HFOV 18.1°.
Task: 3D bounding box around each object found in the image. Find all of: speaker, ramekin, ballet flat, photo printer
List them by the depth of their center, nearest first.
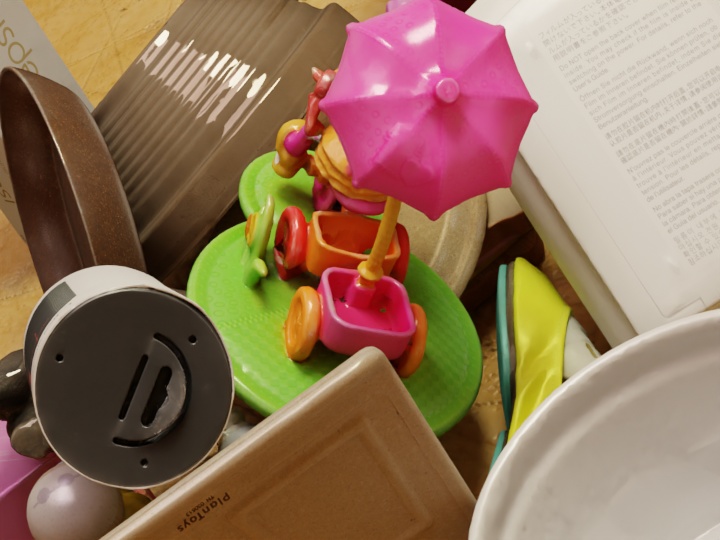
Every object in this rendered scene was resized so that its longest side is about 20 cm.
[{"bbox_3d":[0.152,0.120,0.904,0.199,0.105,0.201,-21,36,16],"label":"ramekin"},{"bbox_3d":[-0.102,0.041,0.961,0.081,0.081,0.200,-36,8,-6],"label":"speaker"},{"bbox_3d":[0.092,0.075,1.057,0.066,0.067,0.201,1,45,8],"label":"ballet flat"},{"bbox_3d":[0.145,-0.075,1.084,0.166,0.069,0.201,-32,77,-6],"label":"photo printer"}]

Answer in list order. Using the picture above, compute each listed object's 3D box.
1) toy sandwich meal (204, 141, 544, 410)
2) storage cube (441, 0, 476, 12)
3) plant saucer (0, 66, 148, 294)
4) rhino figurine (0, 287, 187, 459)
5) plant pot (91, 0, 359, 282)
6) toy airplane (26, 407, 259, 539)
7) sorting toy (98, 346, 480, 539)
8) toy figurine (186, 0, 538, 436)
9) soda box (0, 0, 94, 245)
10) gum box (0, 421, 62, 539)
[{"bbox_3d":[0.000,0.000,1.215,0.204,0.070,0.206,-21,46,23],"label":"toy sandwich meal"},{"bbox_3d":[0.100,-0.269,1.340,0.179,0.200,0.172,-24,32,39],"label":"storage cube"},{"bbox_3d":[-0.155,-0.020,1.257,0.034,0.202,0.200,-18,31,-17],"label":"plant saucer"},{"bbox_3d":[-0.102,0.039,1.132,0.199,0.060,0.087,-23,-1,3],"label":"rhino figurine"},{"bbox_3d":[-0.094,-0.091,1.296,0.201,0.093,0.201,-50,7,8],"label":"plant pot"},{"bbox_3d":[-0.106,0.151,1.037,0.198,0.142,0.201,-2,44,36],"label":"toy airplane"},{"bbox_3d":[-0.031,0.144,0.933,0.185,0.201,0.036,-35,37,-5],"label":"sorting toy"},{"bbox_3d":[0.013,-0.052,1.041,0.149,0.185,0.201,10,41,-17],"label":"toy figurine"},{"bbox_3d":[-0.216,-0.102,1.387,0.063,0.201,0.068,10,52,43],"label":"soda box"},{"bbox_3d":[-0.225,0.110,1.248,0.113,0.066,0.200,-37,34,-10],"label":"gum box"}]
